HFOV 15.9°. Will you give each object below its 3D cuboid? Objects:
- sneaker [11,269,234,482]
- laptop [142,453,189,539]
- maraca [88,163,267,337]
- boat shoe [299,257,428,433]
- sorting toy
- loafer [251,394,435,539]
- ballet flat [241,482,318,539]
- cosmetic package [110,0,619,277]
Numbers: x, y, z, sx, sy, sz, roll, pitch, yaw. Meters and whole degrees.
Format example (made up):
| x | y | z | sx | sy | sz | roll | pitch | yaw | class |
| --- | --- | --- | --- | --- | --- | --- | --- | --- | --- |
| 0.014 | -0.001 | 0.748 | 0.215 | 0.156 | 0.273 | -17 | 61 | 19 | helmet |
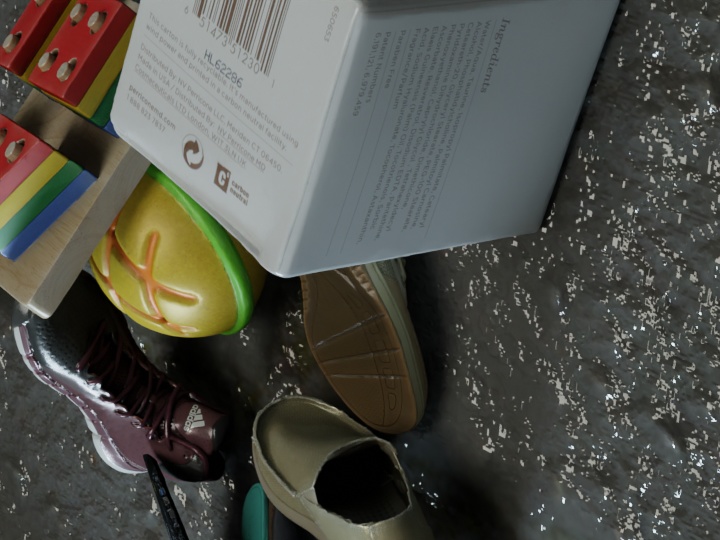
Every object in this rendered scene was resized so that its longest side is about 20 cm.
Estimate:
| x | y | z | sx | sy | sz | roll | pitch | yaw | class |
| --- | --- | --- | --- | --- | --- | --- | --- | --- | --- |
| -0.139 | 0.072 | 1.677 | 0.115 | 0.076 | 0.200 | 16 | 153 | 35 | sneaker |
| -0.135 | 0.251 | 1.634 | 0.200 | 0.103 | 0.178 | -122 | 15 | -57 | laptop |
| -0.127 | -0.018 | 1.660 | 0.138 | 0.107 | 0.200 | 62 | 157 | -14 | maraca |
| 0.000 | 0.000 | 1.546 | 0.072 | 0.065 | 0.201 | -11 | 108 | 42 | boat shoe |
| -0.201 | -0.092 | 1.640 | 0.200 | 0.069 | 0.200 | -57 | 28 | -2 | sorting toy |
| -0.007 | 0.125 | 1.546 | 0.200 | 0.075 | 0.069 | 45 | 147 | 49 | loafer |
| -0.046 | 0.227 | 1.599 | 0.073 | 0.073 | 0.201 | -29 | 46 | 48 | ballet flat |
| 0.003 | -0.118 | 1.409 | 0.167 | 0.199 | 0.167 | 41 | 126 | 36 | cosmetic package |
